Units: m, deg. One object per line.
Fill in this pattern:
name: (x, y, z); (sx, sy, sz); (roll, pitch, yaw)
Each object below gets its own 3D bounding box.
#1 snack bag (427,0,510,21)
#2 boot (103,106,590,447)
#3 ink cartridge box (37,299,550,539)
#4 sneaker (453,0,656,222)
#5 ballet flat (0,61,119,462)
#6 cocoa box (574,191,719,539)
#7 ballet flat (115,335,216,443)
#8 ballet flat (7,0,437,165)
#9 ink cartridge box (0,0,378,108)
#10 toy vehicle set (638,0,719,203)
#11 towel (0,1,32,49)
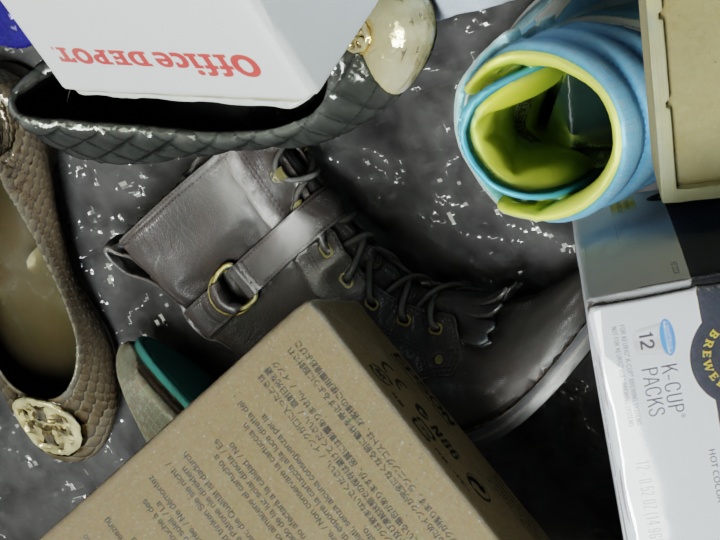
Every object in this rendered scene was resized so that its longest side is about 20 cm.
snack bag: (0.004, -0.176, 1.104); (0.189, 0.021, 0.200); (54, 168, -11)
boot: (0.000, 0.000, 1.264); (0.200, 0.069, 0.175); (-34, 93, 28)
ink cartridge box: (-0.009, 0.138, 1.206); (0.165, 0.075, 0.200); (-41, 80, 13)
sneaker: (0.070, -0.064, 1.113); (0.200, 0.130, 0.080); (-9, 102, 62)
ballet flat: (-0.152, 0.004, 1.344); (0.067, 0.046, 0.201); (6, 121, 22)
cocoa box: (0.151, 0.043, 1.052); (0.130, 0.200, 0.134); (-10, 99, 4)
ballet flat: (-0.040, 0.110, 1.339); (0.200, 0.067, 0.062); (37, 103, 0)
ballet flat: (-0.055, -0.077, 1.217); (0.199, 0.057, 0.067); (-13, 88, 34)
ink cartridge box: (-0.094, -0.162, 1.132); (0.144, 0.084, 0.200); (6, 141, 41)
toy vehicle set: (0.191, -0.091, 0.981); (0.199, 0.027, 0.125); (-6, 126, 2)
towel: (-0.190, -0.195, 1.243); (0.147, 0.050, 0.201); (8, 120, 24)
